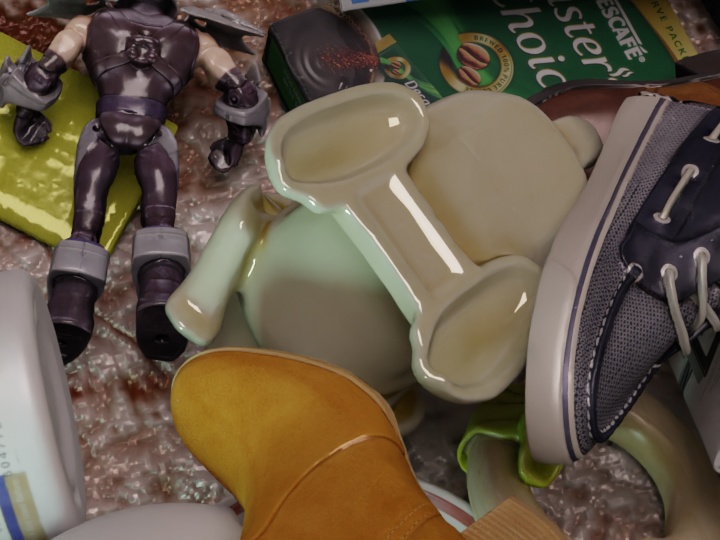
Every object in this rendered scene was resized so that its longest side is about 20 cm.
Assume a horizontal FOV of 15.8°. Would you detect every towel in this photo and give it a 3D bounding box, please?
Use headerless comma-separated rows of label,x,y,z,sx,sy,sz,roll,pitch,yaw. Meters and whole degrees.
towel,-0.193,-0.078,1.247,0.199,0.018,0.086,27,69,3

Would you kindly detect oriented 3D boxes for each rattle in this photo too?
rattle,0.144,0.103,1.148,0.130,0.143,0.200,-5,51,-47

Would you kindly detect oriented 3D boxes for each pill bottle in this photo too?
pill bottle,-0.225,0.076,1.103,0.199,0.120,0.120,-12,67,-2

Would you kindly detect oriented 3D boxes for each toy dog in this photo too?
toy dog,0.000,0.000,1.137,0.140,0.200,0.194,46,53,-2

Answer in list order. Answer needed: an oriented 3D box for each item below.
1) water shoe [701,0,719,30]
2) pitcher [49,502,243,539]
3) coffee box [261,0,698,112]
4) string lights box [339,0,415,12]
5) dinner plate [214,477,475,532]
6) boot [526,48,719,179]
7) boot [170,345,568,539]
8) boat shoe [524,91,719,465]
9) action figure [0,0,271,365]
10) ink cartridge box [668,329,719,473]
water shoe,0.244,-0.105,1.300,0.079,0.072,0.201,-20,70,-20
pitcher,-0.121,0.177,1.034,0.199,0.172,0.122,-26,95,-7
coffee box,0.064,-0.096,1.280,0.199,0.044,0.123,-19,69,-18
string lights box,0.086,-0.183,1.259,0.199,0.059,0.103,-8,26,8
dinner plate,-0.004,0.183,1.150,0.199,0.024,0.201,3,66,-8
boot,0.161,-0.022,1.172,0.187,0.069,0.200,-14,31,-22
boot,-0.030,0.103,0.988,0.200,0.071,0.144,26,34,27
boat shoe,0.133,0.001,1.055,0.092,0.075,0.201,5,47,21
action figure,-0.109,-0.058,1.209,0.129,0.069,0.201,4,65,1
ink cartridge box,0.208,0.041,1.188,0.115,0.200,0.068,19,108,-8
